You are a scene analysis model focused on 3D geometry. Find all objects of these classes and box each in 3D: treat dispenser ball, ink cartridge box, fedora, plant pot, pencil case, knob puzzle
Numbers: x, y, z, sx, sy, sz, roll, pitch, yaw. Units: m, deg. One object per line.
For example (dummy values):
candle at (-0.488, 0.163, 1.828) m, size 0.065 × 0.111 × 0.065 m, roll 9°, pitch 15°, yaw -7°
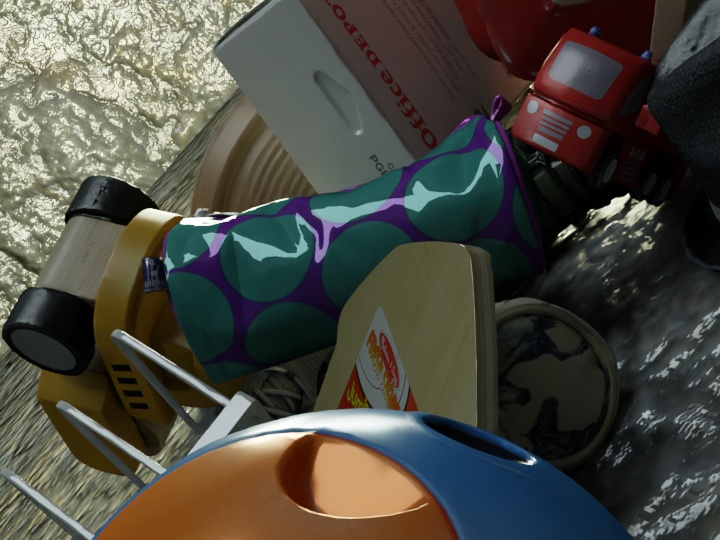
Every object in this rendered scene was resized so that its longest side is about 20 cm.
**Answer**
treat dispenser ball at (0.000, 0.140, 0.440) m, size 0.201 × 0.201 × 0.201 m, roll -44°, pitch 14°, yaw 14°
ink cartridge box at (0.021, -0.139, 0.978) m, size 0.083 × 0.147 × 0.200 m, roll -29°, pitch 12°, yaw 42°
fedora at (0.201, -0.096, 0.700) m, size 0.201 × 0.092 × 0.201 m, roll -44°, pitch 14°, yaw 14°
plant pot at (-0.016, -0.041, 1.108) m, size 0.092 × 0.201 × 0.201 m, roll 26°, pitch 71°, yaw 40°
pencil case at (0.045, 0.061, 0.770) m, size 0.089 × 0.078 × 0.200 m, roll -41°, pitch 11°, yaw -22°
pencil case at (-0.005, -0.012, 0.799) m, size 0.199 × 0.093 × 0.085 m, roll -18°, pitch -12°, yaw 11°
knob puzzle at (0.025, 0.077, 0.676) m, size 0.220 × 0.030 × 0.221 m, roll -171°, pitch 90°, yaw -70°

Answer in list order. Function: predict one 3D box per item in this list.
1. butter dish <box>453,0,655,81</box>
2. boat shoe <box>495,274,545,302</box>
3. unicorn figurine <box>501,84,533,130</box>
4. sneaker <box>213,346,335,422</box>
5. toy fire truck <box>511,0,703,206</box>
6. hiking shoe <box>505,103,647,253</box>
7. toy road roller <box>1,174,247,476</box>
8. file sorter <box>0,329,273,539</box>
butter dish at (0.115, -0.203, 0.937) m, size 0.199 × 0.200 × 0.148 m, roll -16°, pitch -6°, yaw -25°
boat shoe at (0.000, -0.003, 0.873) m, size 0.201 × 0.073 × 0.060 m, roll -5°, pitch -15°, yaw 15°
unicorn figurine at (0.074, -0.053, 1.046) m, size 0.137 × 0.074 × 0.200 m, roll -35°, pitch 3°, yaw 46°
sneaker at (-0.065, 0.112, 0.984) m, size 0.201 × 0.077 × 0.085 m, roll -60°, pitch 11°, yaw -9°
toy fire truck at (0.157, -0.108, 0.800) m, size 0.200 × 0.049 × 0.142 m, roll 7°, pitch -71°, yaw -62°
hiking shoe at (0.112, -0.059, 0.909) m, size 0.200 × 0.076 × 0.101 m, roll -49°, pitch 10°, yaw -10°
toy road roller at (-0.123, 0.046, 0.992) m, size 0.200 × 0.145 × 0.123 m, roll 78°, pitch -150°, yaw -54°
file sorter at (-0.129, 0.156, 0.823) m, size 0.124 × 0.139 × 0.200 m, roll 25°, pitch 69°, yaw 37°
